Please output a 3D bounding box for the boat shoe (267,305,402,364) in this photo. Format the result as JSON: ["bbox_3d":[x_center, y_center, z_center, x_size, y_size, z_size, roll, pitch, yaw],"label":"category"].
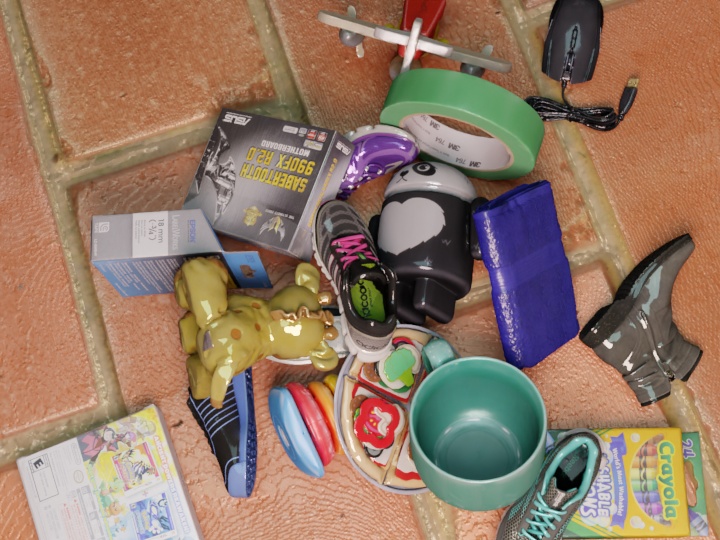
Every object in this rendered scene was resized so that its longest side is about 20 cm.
[{"bbox_3d":[-0.047,0.081,1.341,0.199,0.060,0.076,5,87,3],"label":"boat shoe"}]

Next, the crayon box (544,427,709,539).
[{"bbox_3d":[0.311,0.251,1.275,0.199,0.052,0.126,-2,74,3],"label":"crayon box"}]

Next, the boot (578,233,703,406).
[{"bbox_3d":[0.372,0.062,1.329,0.131,0.068,0.200,44,78,0],"label":"boot"}]

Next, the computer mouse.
[{"bbox_3d":[0.306,-0.282,1.429,0.140,0.046,0.201,16,76,9],"label":"computer mouse"}]

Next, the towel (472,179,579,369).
[{"bbox_3d":[0.194,0.004,1.285,0.147,0.049,0.201,-25,105,-44],"label":"towel"}]

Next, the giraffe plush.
[{"bbox_3d":[-0.115,0.062,1.245,0.161,0.200,0.173,-9,100,-20],"label":"giraffe plush"}]

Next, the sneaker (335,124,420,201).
[{"bbox_3d":[-0.016,-0.117,1.369,0.199,0.081,0.084,-20,53,18],"label":"sneaker"}]

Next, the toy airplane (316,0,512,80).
[{"bbox_3d":[0.070,-0.293,1.398,0.199,0.141,0.200,-18,52,-32],"label":"toy airplane"}]

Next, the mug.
[{"bbox_3d":[0.134,0.177,1.217,0.151,0.115,0.186,5,55,10],"label":"mug"}]

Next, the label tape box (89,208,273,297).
[{"bbox_3d":[-0.216,-0.022,1.337,0.199,0.144,0.064,-4,72,2],"label":"label tape box"}]

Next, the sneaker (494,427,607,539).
[{"bbox_3d":[0.209,0.260,1.206,0.077,0.091,0.201,28,79,14],"label":"sneaker"}]

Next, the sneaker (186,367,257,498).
[{"bbox_3d":[-0.171,0.180,1.319,0.078,0.070,0.201,-7,67,4],"label":"sneaker"}]

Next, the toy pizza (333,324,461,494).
[{"bbox_3d":[0.061,0.162,1.276,0.199,0.032,0.201,6,78,-28],"label":"toy pizza"}]

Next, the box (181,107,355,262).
[{"bbox_3d":[-0.120,-0.111,1.352,0.199,0.048,0.159,18,82,37],"label":"box"}]

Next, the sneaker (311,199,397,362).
[{"bbox_3d":[0.000,0.000,1.243,0.073,0.087,0.201,-9,71,-20],"label":"sneaker"}]

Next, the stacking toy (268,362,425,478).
[{"bbox_3d":[-0.005,0.157,1.304,0.199,0.110,0.116,-25,90,-15],"label":"stacking toy"}]

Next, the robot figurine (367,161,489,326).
[{"bbox_3d":[0.080,-0.036,1.329,0.150,0.125,0.201,8,70,0],"label":"robot figurine"}]

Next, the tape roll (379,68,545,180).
[{"bbox_3d":[0.125,-0.177,1.330,0.200,0.200,0.048,19,76,8],"label":"tape roll"}]

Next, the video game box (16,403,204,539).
[{"bbox_3d":[-0.298,0.288,1.304,0.182,0.047,0.201,-21,74,-1],"label":"video game box"}]
